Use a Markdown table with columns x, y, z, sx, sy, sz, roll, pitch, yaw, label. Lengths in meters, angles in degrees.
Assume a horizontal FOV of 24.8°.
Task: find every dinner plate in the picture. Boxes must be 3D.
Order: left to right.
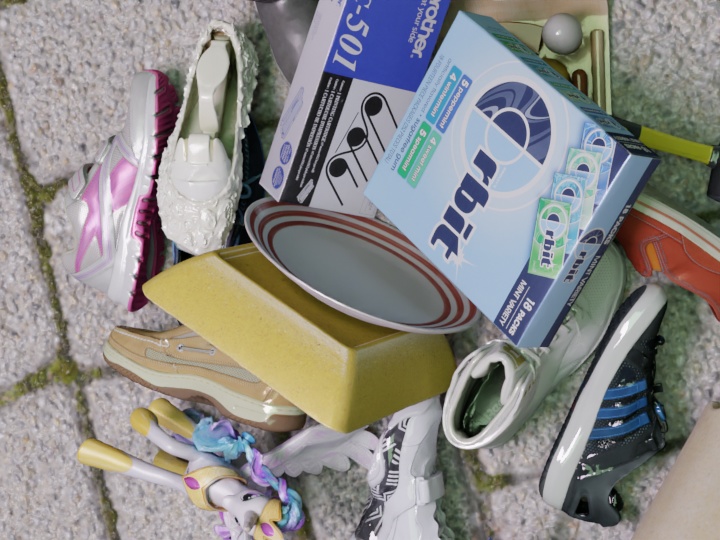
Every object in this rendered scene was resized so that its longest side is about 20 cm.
| x | y | z | sx | sy | sz | roll | pitch | yaw | label |
| --- | --- | --- | --- | --- | --- | --- | --- | --- | --- |
| 0.000 | 0.000 | 1.266 | 0.199 | 0.200 | 0.024 | 30 | 111 | 11 | dinner plate |

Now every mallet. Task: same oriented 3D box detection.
| x | y | z | sx | sy | sz | roll | pitch | yaw | label |
| --- | --- | --- | --- | --- | --- | --- | --- | --- | --- |
| 0.219 | -0.093 | 1.265 | 0.198 | 0.041 | 0.067 | 8 | 94 | -5 | mallet |

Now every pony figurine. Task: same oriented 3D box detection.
| x | y | z | sx | sy | sz | roll | pitch | yaw | label |
| --- | --- | --- | --- | --- | --- | --- | --- | --- | --- |
| -0.097 | 0.174 | 1.309 | 0.199 | 0.193 | 0.168 | 24 | 93 | 31 | pony figurine |

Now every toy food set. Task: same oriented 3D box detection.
| x | y | z | sx | sy | sz | roll | pitch | yaw | label |
| --- | --- | --- | --- | --- | --- | --- | --- | --- | --- |
| 0.127 | -0.129 | 1.302 | 0.142 | 0.060 | 0.202 | -2 | 90 | 13 | toy food set |

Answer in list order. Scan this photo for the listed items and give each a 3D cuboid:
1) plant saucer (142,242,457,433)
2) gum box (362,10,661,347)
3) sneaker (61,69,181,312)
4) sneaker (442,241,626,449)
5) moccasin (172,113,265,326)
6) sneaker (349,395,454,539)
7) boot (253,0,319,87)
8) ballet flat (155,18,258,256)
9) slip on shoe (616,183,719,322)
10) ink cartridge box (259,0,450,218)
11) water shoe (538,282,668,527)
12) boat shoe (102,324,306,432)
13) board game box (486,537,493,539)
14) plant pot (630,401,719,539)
| x | y | z | sx | sy | sz | roll | pitch | yaw | label |
| --- | --- | --- | --- | --- | --- | --- | --- | --- | --- |
| -0.034 | 0.033 | 1.252 | 0.199 | 0.199 | 0.049 | 34 | 113 | 22 | plant saucer |
| 0.107 | -0.070 | 1.233 | 0.200 | 0.044 | 0.171 | 46 | 118 | 34 | gum box |
| -0.205 | -0.072 | 1.370 | 0.087 | 0.081 | 0.202 | 13 | 93 | 11 | sneaker |
| 0.137 | 0.059 | 1.274 | 0.073 | 0.116 | 0.201 | 35 | 96 | 12 | sneaker |
| -0.117 | -0.044 | 1.356 | 0.080 | 0.068 | 0.202 | 0 | 90 | 13 | moccasin |
| 0.057 | 0.199 | 1.316 | 0.114 | 0.075 | 0.202 | 20 | 100 | 12 | sneaker |
| -0.082 | -0.220 | 1.278 | 0.072 | 0.200 | 0.183 | -27 | 84 | 12 | boot |
| -0.125 | -0.112 | 1.308 | 0.071 | 0.072 | 0.202 | 1 | 68 | 13 | ballet flat |
| 0.224 | -0.027 | 1.256 | 0.199 | 0.074 | 0.061 | 33 | 105 | -13 | slip on shoe |
| -0.003 | -0.146 | 1.295 | 0.044 | 0.093 | 0.202 | 42 | 118 | 52 | ink cartridge box |
| 0.209 | 0.105 | 1.280 | 0.078 | 0.072 | 0.201 | 24 | 111 | 5 | water shoe |
| -0.119 | 0.064 | 1.297 | 0.198 | 0.071 | 0.077 | 16 | 101 | 29 | boat shoe |
| 0.119 | 0.338 | 1.267 | 0.198 | 0.043 | 0.201 | 37 | 122 | 2 | board game box |
| 0.286 | 0.206 | 1.213 | 0.199 | 0.200 | 0.185 | 23 | 85 | 12 | plant pot |
